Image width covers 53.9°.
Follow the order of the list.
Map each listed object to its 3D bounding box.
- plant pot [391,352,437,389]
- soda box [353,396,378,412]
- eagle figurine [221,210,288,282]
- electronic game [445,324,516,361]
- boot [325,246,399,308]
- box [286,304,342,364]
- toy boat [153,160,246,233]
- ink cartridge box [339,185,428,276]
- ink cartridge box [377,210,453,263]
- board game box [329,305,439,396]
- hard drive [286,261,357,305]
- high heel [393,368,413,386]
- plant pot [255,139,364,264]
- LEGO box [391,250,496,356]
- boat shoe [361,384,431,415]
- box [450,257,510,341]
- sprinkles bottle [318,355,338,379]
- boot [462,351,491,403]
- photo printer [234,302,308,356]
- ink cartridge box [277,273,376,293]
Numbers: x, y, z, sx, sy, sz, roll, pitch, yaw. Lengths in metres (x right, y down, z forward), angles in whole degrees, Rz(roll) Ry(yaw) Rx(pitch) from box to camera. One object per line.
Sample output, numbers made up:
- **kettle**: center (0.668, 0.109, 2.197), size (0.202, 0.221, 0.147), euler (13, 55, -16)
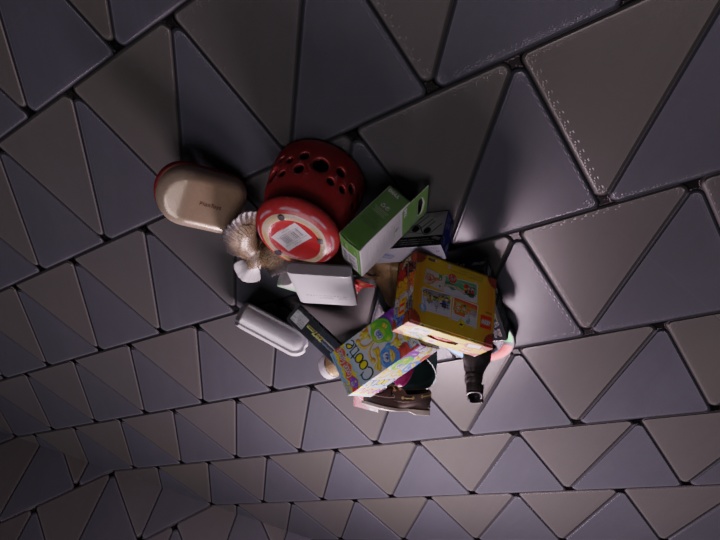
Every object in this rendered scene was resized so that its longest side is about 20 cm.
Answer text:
- **plant pot**: center (0.103, 0.183, 1.727), size (0.195, 0.136, 0.203), euler (13, 141, 10)
- **soda box**: center (0.022, 0.255, 1.687), size (0.068, 0.064, 0.203), euler (13, 141, 9)
- **eagle figurine**: center (-0.224, -0.057, 1.573), size (0.148, 0.200, 0.155), euler (-20, 95, -6)
- **electronic game**: center (0.274, 0.155, 1.694), size (0.194, 0.042, 0.203), euler (12, 140, 10)
- **boot**: center (0.000, 0.000, 1.620), size (0.194, 0.067, 0.178), euler (13, 138, 14)
- **box**: center (-0.095, 0.170, 1.762), size (0.200, 0.051, 0.158), euler (44, 177, -1)
- **toy boat**: center (-0.351, -0.170, 1.527), size (0.196, 0.131, 0.133), euler (13, 110, -37)
- **ink cartridge box**: center (0.048, -0.094, 1.395), size (0.059, 0.200, 0.105), euler (39, 162, 21)
- **ink cartridge box**: center (0.089, -0.067, 1.468), size (0.195, 0.096, 0.045), euler (-3, 139, 27)
- **board game box**: center (0.051, 0.172, 1.506), size (0.198, 0.107, 0.102), euler (-38, 154, 20)
- **hard drive**: center (-0.076, 0.031, 1.484), size (0.128, 0.027, 0.201), euler (4, 162, 5)
- **high heel**: center (0.100, 0.148, 1.564), size (0.065, 0.204, 0.097), euler (12, 150, 3)
- **plant pot**: center (-0.103, -0.125, 1.416), size (0.194, 0.186, 0.203), euler (11, 144, 8)
- **LEGO box**: center (0.172, 0.069, 1.424), size (0.195, 0.153, 0.077), euler (18, 155, -19)
- **boat shoe**: center (0.087, 0.299, 1.659), size (0.196, 0.061, 0.071), euler (14, 176, -32)
- **box**: center (0.233, 0.073, 1.580), size (0.156, 0.044, 0.203), euler (-8, 123, 28)
- **sprinkles bottle**: center (-0.030, 0.236, 1.902), size (0.068, 0.069, 0.198), euler (39, 138, -24)
- **boot**: center (0.264, 0.242, 1.633), size (0.068, 0.136, 0.200), euler (-5, 163, 19)
- **photo printer**: center (-0.229, 0.158, 1.850), size (0.197, 0.071, 0.166), euler (29, 172, -11)
- **ink cartridge box**: center (-0.078, 0.035, 1.579), size (0.158, 0.052, 0.199), euler (19, 172, -27)
